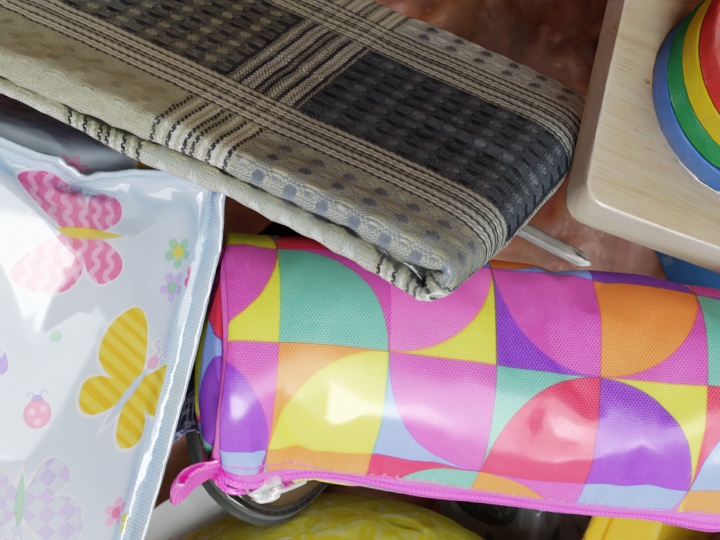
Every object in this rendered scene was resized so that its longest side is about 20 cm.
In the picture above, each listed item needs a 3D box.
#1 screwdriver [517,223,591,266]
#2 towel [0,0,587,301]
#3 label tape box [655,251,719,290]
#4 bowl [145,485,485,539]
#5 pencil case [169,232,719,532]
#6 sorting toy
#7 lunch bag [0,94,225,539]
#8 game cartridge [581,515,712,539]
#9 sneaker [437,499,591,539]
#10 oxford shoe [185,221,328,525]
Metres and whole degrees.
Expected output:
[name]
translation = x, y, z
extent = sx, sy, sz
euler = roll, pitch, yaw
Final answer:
[screwdriver]
translation = 0.004, -0.037, 0.900
extent = 0.029, 0.200, 0.028
euler = -55, 141, 1
[towel]
translation = -0.033, -0.059, 0.849
extent = 0.200, 0.193, 0.035
euler = 26, 115, 9
[label tape box]
translation = 0.168, -0.031, 0.999
extent = 0.063, 0.144, 0.200
euler = 41, 82, -6
[bowl]
translation = -0.035, 0.136, 0.953
extent = 0.200, 0.200, 0.108
euler = -19, 66, -21
[pencil case]
translation = 0.038, 0.039, 0.843
extent = 0.199, 0.088, 0.089
euler = 4, 100, -10
[sorting toy]
translation = 0.190, -0.086, 0.881
extent = 0.199, 0.070, 0.199
euler = 19, 70, -14
[lunch bag]
translation = -0.141, 0.042, 0.858
extent = 0.127, 0.170, 0.201
euler = 10, 98, -25
[game cartridge]
translation = 0.085, 0.165, 0.956
extent = 0.177, 0.032, 0.200
euler = -63, 159, -25
[sneaker]
translation = 0.082, 0.124, 1.039
extent = 0.099, 0.078, 0.201
euler = -13, 115, -39
[oxford shoe]
translation = 0.000, 0.000, 0.921
extent = 0.073, 0.084, 0.200
euler = 37, 56, -15
